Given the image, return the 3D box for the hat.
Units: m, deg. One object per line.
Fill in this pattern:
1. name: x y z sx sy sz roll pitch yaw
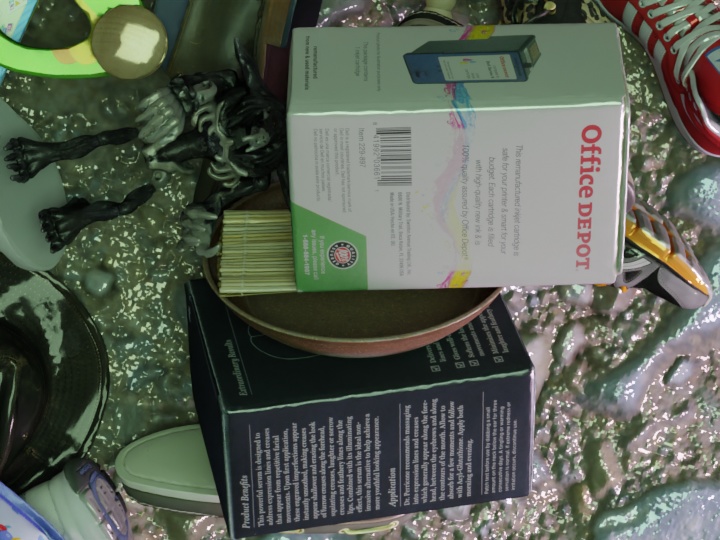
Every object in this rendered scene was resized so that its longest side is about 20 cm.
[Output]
1. hat: -0.257 0.085 1.668 0.200 0.081 0.201 -1 96 -10

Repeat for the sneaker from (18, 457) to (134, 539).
1. sneaker: -0.172 0.218 1.709 0.087 0.075 0.200 -23 108 10

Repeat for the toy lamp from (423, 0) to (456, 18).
1. toy lamp: 0.054 -0.176 1.705 0.058 0.058 0.200 9 97 -11

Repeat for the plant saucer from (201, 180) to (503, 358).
1. plant saucer: 0.000 0.000 1.647 0.200 0.200 0.037 -8 125 -9

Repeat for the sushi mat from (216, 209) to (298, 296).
1. sushi mat: 0.009 -0.016 1.628 0.200 0.096 0.012 -3 125 -1

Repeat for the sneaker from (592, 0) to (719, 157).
1. sneaker: 0.214 -0.161 1.705 0.071 0.112 0.200 -35 102 -5

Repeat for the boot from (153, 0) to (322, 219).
1. boot: -0.096 -0.125 1.691 0.097 0.075 0.200 23 105 14

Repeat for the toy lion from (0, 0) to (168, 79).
1. toy lion: -0.213 -0.221 1.616 0.191 0.069 0.200 2 95 -3

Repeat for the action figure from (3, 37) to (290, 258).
1. action figure: -0.112 -0.067 1.608 0.200 0.102 0.119 -17 111 9

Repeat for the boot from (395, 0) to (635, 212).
1. boot: 0.099 -0.132 1.660 0.200 0.151 0.073 33 130 -24

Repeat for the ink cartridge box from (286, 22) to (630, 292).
1. ink cartridge box: 0.058 -0.067 1.557 0.200 0.088 0.145 -1 131 2

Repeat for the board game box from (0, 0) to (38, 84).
1. board game box: -0.257 -0.222 1.653 0.134 0.034 0.200 25 92 -12

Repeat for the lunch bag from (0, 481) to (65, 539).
1. lunch bag: -0.243 0.247 1.644 0.200 0.127 0.170 40 124 -18

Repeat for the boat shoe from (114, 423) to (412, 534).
1. boat shoe: -0.061 0.143 1.716 0.201 0.072 0.060 0 130 -1

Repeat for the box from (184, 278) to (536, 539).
1. box: -0.002 0.075 1.664 0.200 0.148 0.107 -7 125 -9

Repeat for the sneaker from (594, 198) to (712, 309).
1. sneaker: 0.145 -0.023 1.737 0.200 0.078 0.077 29 105 -9

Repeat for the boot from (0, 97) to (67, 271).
1. boot: -0.267 -0.078 1.654 0.074 0.095 0.200 -62 139 -36
